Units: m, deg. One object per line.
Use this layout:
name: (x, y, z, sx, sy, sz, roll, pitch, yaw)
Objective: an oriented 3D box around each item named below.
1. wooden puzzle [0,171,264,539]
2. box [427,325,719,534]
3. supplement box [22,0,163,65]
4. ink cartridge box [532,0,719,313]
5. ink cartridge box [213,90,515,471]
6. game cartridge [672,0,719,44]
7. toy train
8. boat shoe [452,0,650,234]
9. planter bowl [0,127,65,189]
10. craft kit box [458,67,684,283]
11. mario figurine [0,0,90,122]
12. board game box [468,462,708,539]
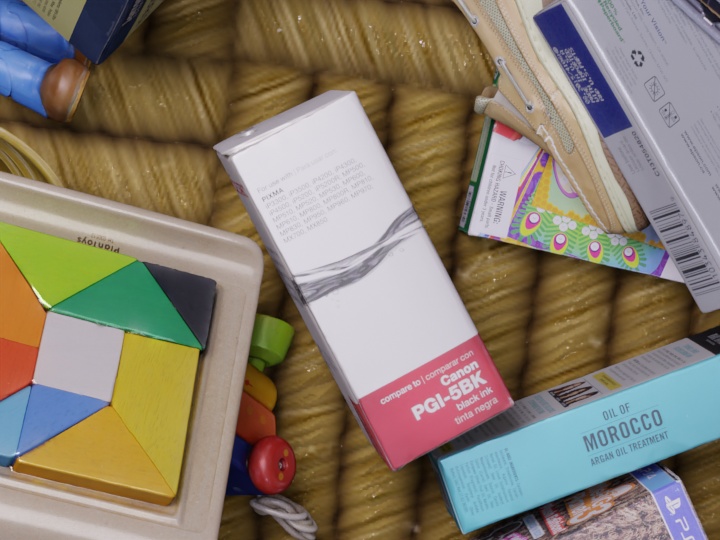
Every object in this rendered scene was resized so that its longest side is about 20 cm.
wooden puzzle: (-0.152, 0.054, 1.314, 0.184, 0.037, 0.201, 15, 67, -12)
box: (0.141, 0.093, 1.459, 0.199, 0.082, 0.049, -20, 97, -2)
supplement box: (-0.137, -0.259, 1.291, 0.200, 0.134, 0.200, 42, 66, -1)
ink cartridge box: (0.216, -0.108, 1.406, 0.200, 0.041, 0.200, -35, 97, -35)
ink cartridge box: (0.000, 0.000, 1.407, 0.083, 0.147, 0.200, -28, 97, -3)
game cartridge: (0.247, -0.171, 1.397, 0.200, 0.041, 0.133, 39, 63, -20)
toy train: (-0.066, 0.079, 1.447, 0.200, 0.084, 0.116, 40, 57, -44)
boat shoe: (0.101, -0.106, 1.412, 0.076, 0.072, 0.201, -24, 91, 16)
planter bowl: (-0.260, -0.028, 1.400, 0.200, 0.084, 0.201, -5, 124, -7)
craft kit box: (0.177, -0.096, 1.467, 0.197, 0.049, 0.201, 12, 94, -8)
mario figurine: (-0.246, -0.153, 1.391, 0.199, 0.124, 0.106, 15, 109, -10)
board game box: (0.125, 0.228, 1.461, 0.199, 0.097, 0.160, -26, 96, -2)
